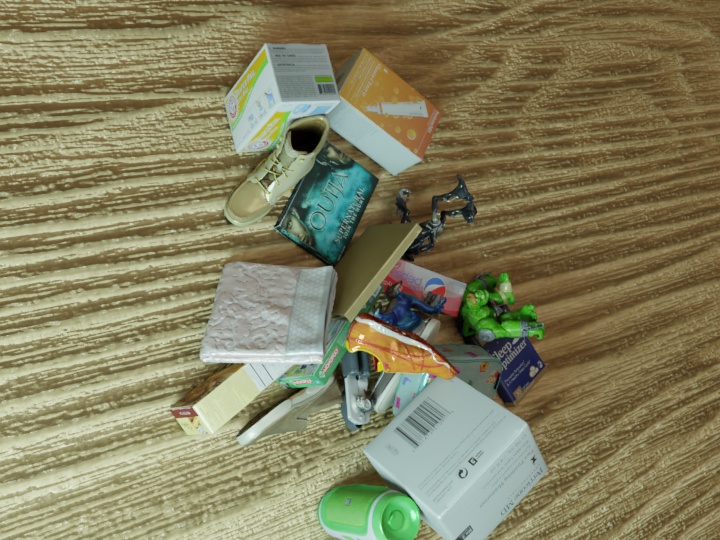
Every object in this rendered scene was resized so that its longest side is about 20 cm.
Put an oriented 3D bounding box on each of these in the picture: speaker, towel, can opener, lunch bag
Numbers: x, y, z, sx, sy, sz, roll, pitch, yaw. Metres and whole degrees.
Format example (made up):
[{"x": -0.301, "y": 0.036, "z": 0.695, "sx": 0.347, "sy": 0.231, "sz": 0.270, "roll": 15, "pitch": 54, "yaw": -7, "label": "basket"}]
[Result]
[{"x": 0.009, "y": 0.384, "z": 1.208, "sx": 0.088, "sy": 0.200, "sz": 0.089, "roll": 7, "pitch": 75, "yaw": -29, "label": "speaker"}, {"x": -0.138, "y": 0.062, "z": 1.197, "sx": 0.191, "sy": 0.032, "sz": 0.200, "roll": 1, "pitch": 43, "yaw": 5, "label": "towel"}, {"x": -0.016, "y": 0.172, "z": 1.330, "sx": 0.053, "sy": 0.066, "sz": 0.200, "roll": 18, "pitch": 61, "yaw": -44, "label": "can opener"}, {"x": 0.159, "y": 0.215, "z": 1.376, "sx": 0.200, "sy": 0.077, "sz": 0.161, "roll": 6, "pitch": 106, "yaw": -37, "label": "lunch bag"}]

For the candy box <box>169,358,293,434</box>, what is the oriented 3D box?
[{"x": -0.187, "y": 0.170, "z": 1.190, "sx": 0.200, "sy": 0.115, "sz": 0.055, "roll": -40, "pitch": 101, "yaw": -32, "label": "candy box"}]

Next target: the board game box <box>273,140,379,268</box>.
[{"x": -0.058, "y": -0.122, "z": 1.390, "sx": 0.135, "sy": 0.028, "sz": 0.200, "roll": 34, "pitch": 63, "yaw": -22, "label": "board game box"}]

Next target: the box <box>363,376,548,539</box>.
[{"x": 0.150, "y": 0.300, "z": 1.225, "sx": 0.199, "sy": 0.200, "sz": 0.131, "roll": -43, "pitch": 129, "yaw": -15, "label": "box"}]

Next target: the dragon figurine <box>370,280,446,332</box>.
[{"x": 0.066, "y": 0.087, "z": 1.330, "sx": 0.099, "sy": 0.059, "sz": 0.200, "roll": 47, "pitch": 63, "yaw": -6, "label": "dragon figurine"}]

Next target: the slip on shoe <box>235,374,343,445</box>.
[{"x": -0.109, "y": 0.234, "z": 1.251, "sx": 0.200, "sy": 0.076, "sz": 0.061, "roll": -31, "pitch": 90, "yaw": -40, "label": "slip on shoe"}]

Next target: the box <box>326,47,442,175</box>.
[{"x": 0.035, "y": -0.294, "z": 1.447, "sx": 0.200, "sy": 0.097, "sz": 0.124, "roll": 34, "pitch": 63, "yaw": -21, "label": "box"}]

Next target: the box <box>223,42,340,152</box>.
[{"x": -0.135, "y": -0.281, "z": 1.277, "sx": 0.112, "sy": 0.200, "sz": 0.101, "roll": -9, "pitch": 80, "yaw": -31, "label": "box"}]

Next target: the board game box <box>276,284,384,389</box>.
[{"x": -0.051, "y": 0.106, "z": 1.277, "sx": 0.029, "sy": 0.135, "sz": 0.200, "roll": 43, "pitch": 60, "yaw": -19, "label": "board game box"}]

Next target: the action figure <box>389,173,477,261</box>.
[{"x": 0.117, "y": -0.093, "z": 1.449, "sx": 0.200, "sy": 0.102, "sz": 0.119, "roll": -30, "pitch": 129, "yaw": 4, "label": "action figure"}]

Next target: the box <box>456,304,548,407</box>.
[{"x": 0.282, "y": 0.156, "z": 1.532, "sx": 0.121, "sy": 0.032, "sz": 0.200, "roll": -39, "pitch": 99, "yaw": -32, "label": "box"}]

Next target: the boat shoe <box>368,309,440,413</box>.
[{"x": 0.068, "y": 0.161, "z": 1.382, "sx": 0.059, "sy": 0.072, "sz": 0.200, "roll": 28, "pitch": 73, "yaw": 22, "label": "boat shoe"}]

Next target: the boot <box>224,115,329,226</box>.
[{"x": -0.137, "y": -0.165, "z": 1.266, "sx": 0.200, "sy": 0.155, "sz": 0.073, "roll": -42, "pitch": 91, "yaw": -23, "label": "boot"}]

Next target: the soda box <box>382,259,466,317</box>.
[{"x": 0.093, "y": 0.024, "z": 1.419, "sx": 0.200, "sy": 0.063, "sz": 0.070, "roll": 19, "pitch": 86, "yaw": -27, "label": "soda box"}]

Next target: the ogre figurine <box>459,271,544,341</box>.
[{"x": 0.250, "y": 0.077, "z": 1.464, "sx": 0.120, "sy": 0.098, "sz": 0.200, "roll": -16, "pitch": 56, "yaw": -17, "label": "ogre figurine"}]

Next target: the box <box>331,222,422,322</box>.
[{"x": 0.000, "y": 0.000, "z": 1.290, "sx": 0.021, "sy": 0.163, "sz": 0.200, "roll": 47, "pitch": 70, "yaw": -22, "label": "box"}]

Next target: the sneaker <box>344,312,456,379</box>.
[{"x": 0.063, "y": 0.134, "z": 1.233, "sx": 0.200, "sy": 0.073, "sz": 0.077, "roll": 26, "pitch": 96, "yaw": -17, "label": "sneaker"}]
